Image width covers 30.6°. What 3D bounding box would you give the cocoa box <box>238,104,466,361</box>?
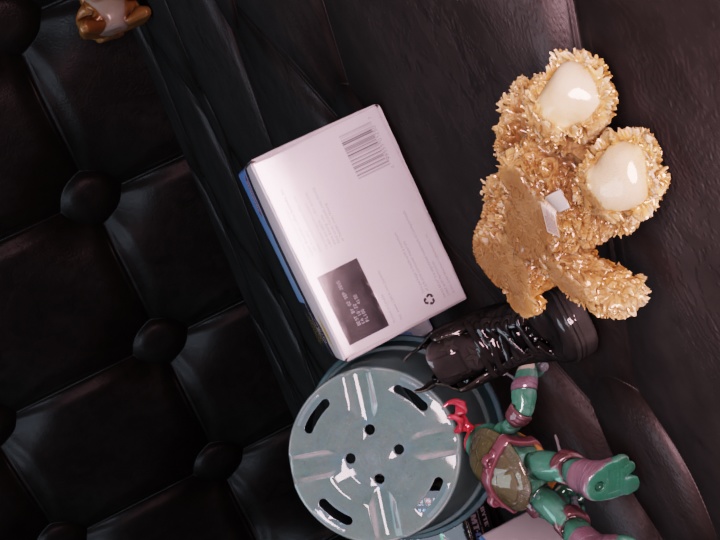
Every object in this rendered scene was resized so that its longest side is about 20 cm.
[{"bbox_3d":[-0.011,-0.034,1.237,0.200,0.133,0.131,65,171,-4],"label":"cocoa box"}]

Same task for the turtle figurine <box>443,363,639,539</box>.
[{"bbox_3d":[0.141,0.154,1.052,0.200,0.101,0.150,37,152,58],"label":"turtle figurine"}]

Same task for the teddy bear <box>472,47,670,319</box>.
[{"bbox_3d":[0.121,-0.046,0.751,0.145,0.067,0.200,48,157,29],"label":"teddy bear"}]

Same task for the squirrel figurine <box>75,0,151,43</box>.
[{"bbox_3d":[-0.504,-0.546,2.548,0.200,0.141,0.187,168,82,-78],"label":"squirrel figurine"}]

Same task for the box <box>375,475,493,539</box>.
[{"bbox_3d":[0.084,0.353,1.628,0.200,0.050,0.199,-9,99,43],"label":"box"}]

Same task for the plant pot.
[{"bbox_3d":[0.028,0.159,1.196,0.200,0.200,0.196,63,-173,6],"label":"plant pot"}]

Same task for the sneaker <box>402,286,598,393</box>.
[{"bbox_3d":[0.098,0.057,0.979,0.060,0.104,0.200,65,170,-2],"label":"sneaker"}]

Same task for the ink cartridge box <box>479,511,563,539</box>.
[{"bbox_3d":[0.202,0.333,1.208,0.200,0.084,0.145,66,170,-14],"label":"ink cartridge box"}]

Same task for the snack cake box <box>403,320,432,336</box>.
[{"bbox_3d":[0.000,0.000,1.470,0.200,0.067,0.115,63,169,7],"label":"snack cake box"}]
